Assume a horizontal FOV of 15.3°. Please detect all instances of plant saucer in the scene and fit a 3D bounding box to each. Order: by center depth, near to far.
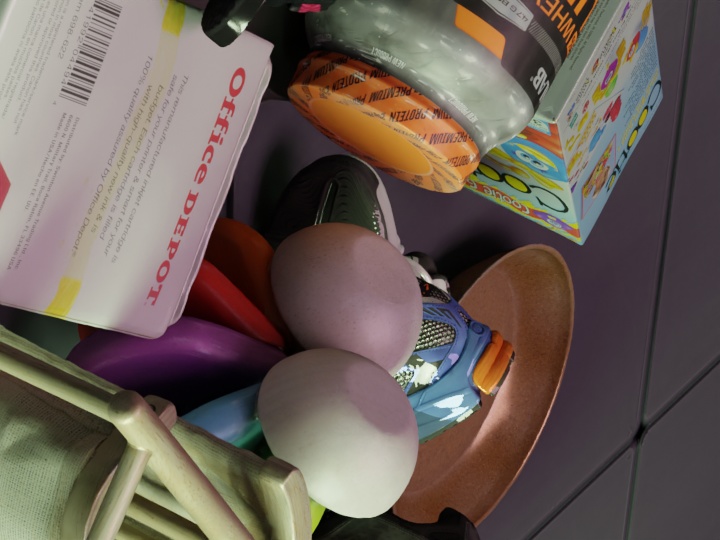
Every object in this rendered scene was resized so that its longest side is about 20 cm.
[{"bbox_3d":[0.063,0.072,1.629,0.200,0.035,0.201,-39,141,-41],"label":"plant saucer"}]

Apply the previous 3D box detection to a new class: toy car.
[{"bbox_3d":[-0.071,0.059,1.259,0.150,0.175,0.200,32,38,-25],"label":"toy car"}]

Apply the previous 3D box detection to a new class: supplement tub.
[{"bbox_3d":[0.054,-0.146,1.274,0.200,0.122,0.123,-61,152,-11],"label":"supplement tub"}]

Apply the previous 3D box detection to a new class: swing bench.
[{"bbox_3d":[-0.143,0.090,1.106,0.200,0.199,0.130,25,89,-63],"label":"swing bench"}]

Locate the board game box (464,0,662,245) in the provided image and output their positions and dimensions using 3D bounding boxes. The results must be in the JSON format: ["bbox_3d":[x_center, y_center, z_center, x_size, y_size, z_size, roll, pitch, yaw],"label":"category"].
[{"bbox_3d":[0.090,-0.108,1.427,0.105,0.103,0.200,-61,164,-12],"label":"board game box"}]

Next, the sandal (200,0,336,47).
[{"bbox_3d":[-0.012,-0.146,1.166,0.075,0.045,0.200,-40,-171,32],"label":"sandal"}]

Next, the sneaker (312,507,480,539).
[{"bbox_3d":[-0.024,0.163,1.394,0.067,0.199,0.091,83,2,-46],"label":"sneaker"}]

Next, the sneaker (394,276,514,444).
[{"bbox_3d":[-0.015,0.065,1.385,0.200,0.079,0.075,-33,-169,25],"label":"sneaker"}]

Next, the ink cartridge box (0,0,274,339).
[{"bbox_3d":[-0.137,-0.061,1.124,0.200,0.083,0.146,19,93,-62],"label":"ink cartridge box"}]

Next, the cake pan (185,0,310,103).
[{"bbox_3d":[-0.020,-0.170,1.299,0.200,0.037,0.201,-41,143,-41],"label":"cake pan"}]

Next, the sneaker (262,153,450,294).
[{"bbox_3d":[0.000,0.000,1.448,0.115,0.075,0.201,-56,155,-46],"label":"sneaker"}]
